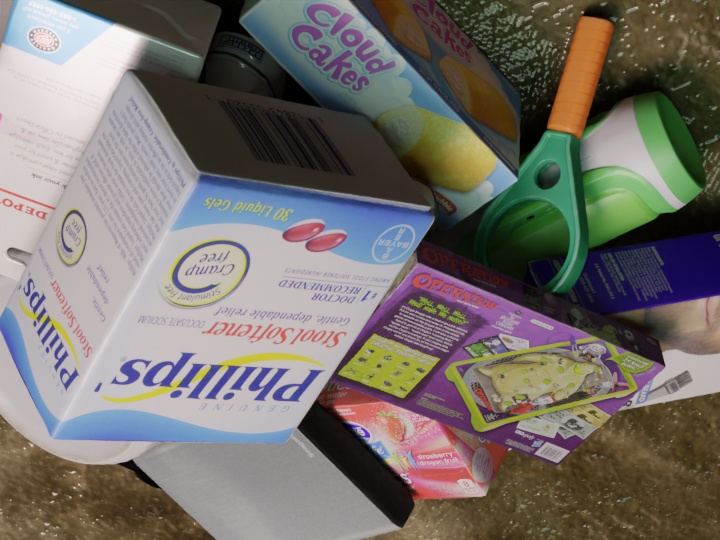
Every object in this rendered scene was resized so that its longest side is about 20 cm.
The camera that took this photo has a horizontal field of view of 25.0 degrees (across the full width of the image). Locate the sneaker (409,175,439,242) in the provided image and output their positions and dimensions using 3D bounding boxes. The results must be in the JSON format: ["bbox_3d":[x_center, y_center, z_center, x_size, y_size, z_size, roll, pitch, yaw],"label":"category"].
[{"bbox_3d":[0.000,0.000,1.088,0.095,0.080,0.200,8,147,-35],"label":"sneaker"}]

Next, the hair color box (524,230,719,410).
[{"bbox_3d":[0.211,0.037,1.138,0.198,0.065,0.110,-10,137,-14],"label":"hair color box"}]

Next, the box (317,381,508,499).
[{"bbox_3d":[0.010,0.103,1.205,0.199,0.095,0.103,-10,126,41],"label":"box"}]

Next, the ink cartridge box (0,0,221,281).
[{"bbox_3d":[-0.173,-0.084,1.000,0.114,0.068,0.201,20,124,-8],"label":"ink cartridge box"}]

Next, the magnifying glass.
[{"bbox_3d":[0.127,-0.070,1.071,0.079,0.202,0.022,14,173,36],"label":"magnifying glass"}]

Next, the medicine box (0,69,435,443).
[{"bbox_3d":[-0.088,0.000,0.976,0.181,0.103,0.201,6,127,-41],"label":"medicine box"}]

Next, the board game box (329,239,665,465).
[{"bbox_3d":[0.085,0.057,1.059,0.199,0.033,0.120,23,133,-25],"label":"board game box"}]

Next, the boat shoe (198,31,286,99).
[{"bbox_3d":[-0.081,-0.083,1.090,0.071,0.066,0.200,23,160,3],"label":"boat shoe"}]

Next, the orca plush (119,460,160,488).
[{"bbox_3d":[-0.138,0.173,1.328,0.200,0.071,0.105,39,121,-19],"label":"orca plush"}]

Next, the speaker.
[{"bbox_3d":[0.133,-0.047,1.126,0.199,0.089,0.089,-27,118,24],"label":"speaker"}]

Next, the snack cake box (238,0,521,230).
[{"bbox_3d":[0.018,-0.137,1.060,0.067,0.115,0.200,-34,115,27],"label":"snack cake box"}]

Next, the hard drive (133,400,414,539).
[{"bbox_3d":[-0.068,0.153,1.210,0.140,0.033,0.199,46,141,-16],"label":"hard drive"}]

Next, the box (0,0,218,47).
[{"bbox_3d":[-0.204,-0.143,1.080,0.198,0.125,0.150,12,125,0],"label":"box"}]

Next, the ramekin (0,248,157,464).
[{"bbox_3d":[-0.192,0.045,1.145,0.201,0.094,0.204,17,128,23],"label":"ramekin"}]
